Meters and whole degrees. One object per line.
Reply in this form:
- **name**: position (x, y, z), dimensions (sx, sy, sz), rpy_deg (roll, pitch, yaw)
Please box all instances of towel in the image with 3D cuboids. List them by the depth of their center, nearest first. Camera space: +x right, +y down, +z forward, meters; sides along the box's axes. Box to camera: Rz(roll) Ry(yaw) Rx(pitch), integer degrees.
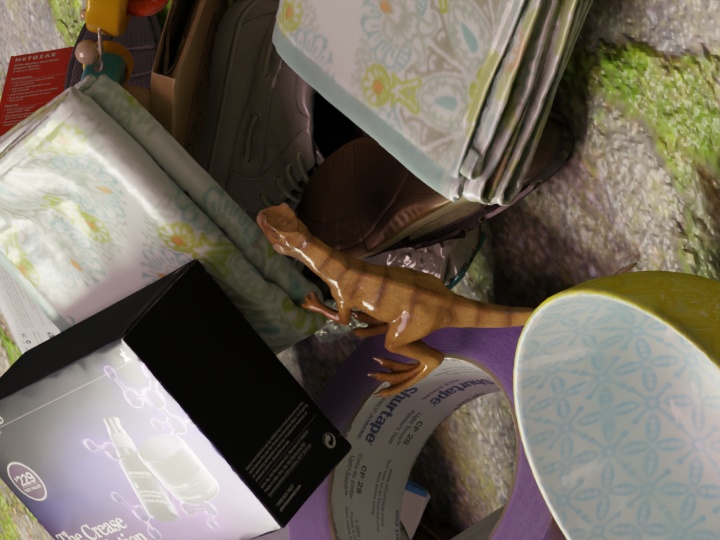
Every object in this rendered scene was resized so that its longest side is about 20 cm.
- **towel**: position (0.036, -0.148, 1.102), dimensions (0.200, 0.048, 0.172), rpy_deg (42, 124, 39)
- **towel**: position (-0.137, -0.012, 1.262), dimensions (0.200, 0.048, 0.171), rpy_deg (46, 143, -15)

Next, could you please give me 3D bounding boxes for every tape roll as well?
- **tape roll**: position (0.053, 0.121, 1.210), dimensions (0.200, 0.066, 0.201), rpy_deg (-20, 58, 36)

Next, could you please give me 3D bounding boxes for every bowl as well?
- **bowl**: position (0.179, 0.078, 1.053), dimensions (0.200, 0.107, 0.201), rpy_deg (39, 144, 36)

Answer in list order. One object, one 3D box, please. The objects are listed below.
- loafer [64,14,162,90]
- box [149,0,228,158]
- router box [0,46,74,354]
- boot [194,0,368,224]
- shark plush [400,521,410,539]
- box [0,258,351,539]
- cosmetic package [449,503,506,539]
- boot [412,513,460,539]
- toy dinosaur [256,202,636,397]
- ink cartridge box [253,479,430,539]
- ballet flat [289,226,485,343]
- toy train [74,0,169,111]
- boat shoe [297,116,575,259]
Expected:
- **loafer**: position (-0.155, -0.082, 1.438), dimensions (0.063, 0.072, 0.201), rpy_deg (61, -155, -68)
- **box**: position (-0.105, -0.107, 1.317), dimensions (0.021, 0.164, 0.200), rpy_deg (11, 141, 0)
- **router box**: position (-0.200, -0.019, 1.484), dimensions (0.200, 0.049, 0.180), rpy_deg (72, -165, -45)
- **boot**: position (-0.047, -0.060, 1.291), dimensions (0.095, 0.073, 0.201), rpy_deg (19, 110, 44)
- **shark plush**: position (0.031, 0.236, 1.350), dimensions (0.200, 0.090, 0.084), rpy_deg (68, -173, -48)
- **box**: position (-0.123, 0.094, 1.246), dimensions (0.141, 0.079, 0.200), rpy_deg (52, 140, -10)
- **cosmetic package**: position (0.133, 0.204, 1.264), dimensions (0.200, 0.081, 0.113), rpy_deg (-3, 112, 57)
- **boot**: position (0.007, 0.189, 1.456), dimensions (0.200, 0.075, 0.074), rpy_deg (30, 140, 45)
- **toy dinosaur**: position (0.035, 0.021, 1.164), dimensions (0.199, 0.061, 0.106), rpy_deg (14, 147, -6)
- **ink cartridge box**: position (-0.076, 0.158, 1.432), dimensions (0.200, 0.128, 0.126), rpy_deg (19, 86, 58)
- **ballet flat**: position (0.000, 0.000, 1.297), dimensions (0.072, 0.072, 0.200), rpy_deg (61, 150, 1)
- **toy train**: position (-0.137, -0.152, 1.332), dimensions (0.150, 0.055, 0.201), rpy_deg (-71, -9, -83)
- **boat shoe**: position (0.038, -0.042, 1.193), dimensions (0.200, 0.065, 0.074), rpy_deg (-18, 64, 52)
